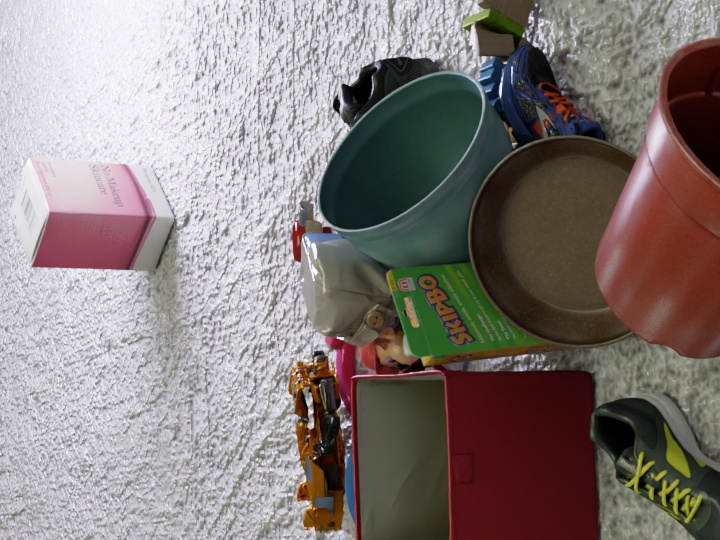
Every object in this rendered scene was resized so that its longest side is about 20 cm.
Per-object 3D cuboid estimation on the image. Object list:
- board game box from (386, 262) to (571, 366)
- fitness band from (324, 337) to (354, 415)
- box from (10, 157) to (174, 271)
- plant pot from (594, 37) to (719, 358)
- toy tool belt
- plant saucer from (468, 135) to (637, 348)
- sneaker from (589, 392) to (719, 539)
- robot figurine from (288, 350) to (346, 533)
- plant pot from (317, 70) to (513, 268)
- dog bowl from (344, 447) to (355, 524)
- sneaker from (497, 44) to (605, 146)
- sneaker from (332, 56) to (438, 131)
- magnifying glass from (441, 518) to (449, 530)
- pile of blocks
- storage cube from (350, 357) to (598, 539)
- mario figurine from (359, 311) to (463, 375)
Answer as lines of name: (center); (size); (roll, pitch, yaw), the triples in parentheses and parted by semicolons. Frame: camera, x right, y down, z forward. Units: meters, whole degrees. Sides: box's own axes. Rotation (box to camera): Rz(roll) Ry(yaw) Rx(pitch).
board game box: (0.123, 0.037, 1.561); (0.030, 0.198, 0.096); (123, 136, -51)
fitness band: (0.015, 0.076, 1.892); (0.144, 0.037, 0.201); (49, 131, 47)
box: (-0.393, -0.081, 2.406); (0.128, 0.199, 0.109); (60, 136, 39)
plant pot: (0.291, -0.046, 1.317); (0.196, 0.199, 0.202); (114, 142, -46)
toy tool belt: (0.000, 0.000, 1.717); (0.200, 0.122, 0.126); (-113, 24, -65)
plant saucer: (0.199, -0.029, 1.513); (0.199, 0.037, 0.202); (5, 108, 17)
sneaker: (0.267, 0.185, 1.431); (0.200, 0.084, 0.075); (52, 132, 46)
robot figurine: (-0.050, 0.195, 1.923); (0.145, 0.058, 0.202); (-117, 22, -71)
plant pot: (0.075, -0.075, 1.614); (0.199, 0.134, 0.201); (-29, 35, 23)
dog bowl: (0.053, 0.232, 1.812); (0.200, 0.049, 0.113); (-24, 69, 57)
sneaker: (0.197, -0.132, 1.582); (0.078, 0.075, 0.201); (-36, 66, 41)
sneaker: (0.014, -0.141, 1.827); (0.076, 0.113, 0.201); (45, 128, 55)
magnifying glass: (0.055, 0.196, 1.749); (0.080, 0.022, 0.201); (-59, 41, 38)
pile of blocks: (0.135, -0.202, 1.662); (0.062, 0.081, 0.202); (-15, 77, 57)
storage cube: (0.110, 0.185, 1.599); (0.170, 0.178, 0.202); (-10, 80, 58)
mario figurine: (0.080, 0.085, 1.703); (0.199, 0.124, 0.106); (-14, 35, 44)
